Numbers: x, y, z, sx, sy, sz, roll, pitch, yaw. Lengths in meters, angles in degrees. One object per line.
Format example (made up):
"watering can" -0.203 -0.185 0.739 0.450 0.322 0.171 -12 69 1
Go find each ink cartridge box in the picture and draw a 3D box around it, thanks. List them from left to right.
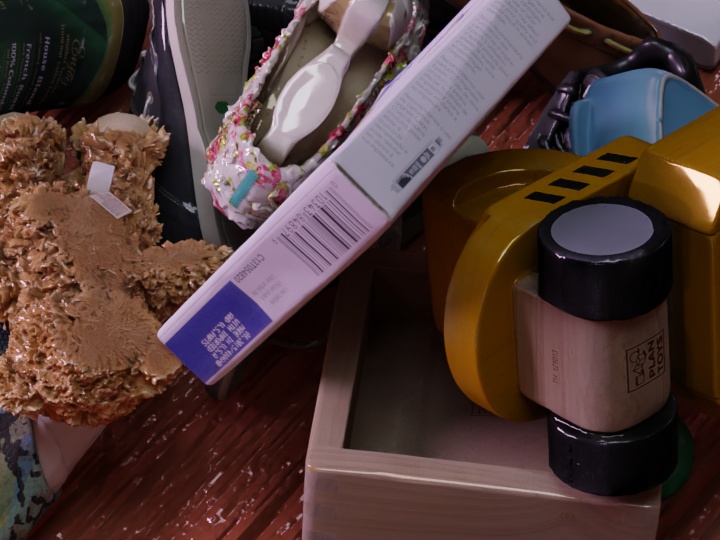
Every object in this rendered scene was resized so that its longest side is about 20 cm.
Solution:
"ink cartridge box" 0.014 -0.054 1.192 0.041 0.200 0.200 43 56 -3

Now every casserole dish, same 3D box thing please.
"casserole dish" 0.181 -0.025 1.295 0.039 0.200 0.122 -33 35 34

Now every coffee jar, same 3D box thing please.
"coffee jar" -0.200 -0.122 1.381 0.104 0.086 0.200 28 26 23

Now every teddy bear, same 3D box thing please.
"teddy bear" -0.135 -0.002 1.285 0.144 0.067 0.200 -11 52 -27

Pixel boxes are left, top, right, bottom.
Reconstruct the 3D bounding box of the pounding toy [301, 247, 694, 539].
"pounding toy" 0.077 0.110 1.237 0.199 0.143 0.185 6 40 3

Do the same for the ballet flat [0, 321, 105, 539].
"ballet flat" -0.153 0.049 1.307 0.074 0.074 0.201 -1 55 1

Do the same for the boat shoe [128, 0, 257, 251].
"boat shoe" -0.096 -0.098 1.381 0.067 0.072 0.201 -9 80 31

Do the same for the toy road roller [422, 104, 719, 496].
"toy road roller" 0.117 -0.007 1.179 0.199 0.124 0.146 -28 37 -32

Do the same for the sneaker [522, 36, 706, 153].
"sneaker" 0.107 -0.048 1.357 0.071 0.098 0.200 38 64 24

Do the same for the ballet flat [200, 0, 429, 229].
"ballet flat" -0.011 -0.104 1.334 0.075 0.064 0.201 29 62 -4

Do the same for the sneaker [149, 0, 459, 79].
"sneaker" -0.011 -0.149 1.452 0.199 0.076 0.091 10 49 7

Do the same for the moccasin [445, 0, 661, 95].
"moccasin" 0.080 -0.160 1.367 0.078 0.201 0.074 -32 34 27

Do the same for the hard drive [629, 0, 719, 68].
"hard drive" 0.188 -0.211 1.517 0.131 0.026 0.200 25 59 19

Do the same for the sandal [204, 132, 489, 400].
"sandal" 0.001 -0.001 1.342 0.201 0.080 0.057 -37 75 -23
